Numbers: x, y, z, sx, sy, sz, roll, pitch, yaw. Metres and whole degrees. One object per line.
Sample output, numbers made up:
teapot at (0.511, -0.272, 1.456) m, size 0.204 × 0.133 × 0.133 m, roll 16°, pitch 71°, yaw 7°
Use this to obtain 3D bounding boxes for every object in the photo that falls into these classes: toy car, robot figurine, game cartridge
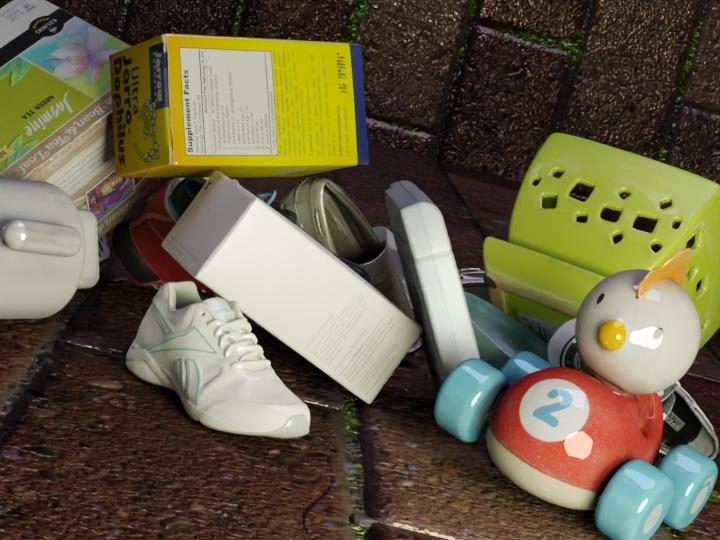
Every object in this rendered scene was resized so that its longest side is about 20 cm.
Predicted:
toy car at (0.190, 0.069, 1.152) m, size 0.184 × 0.201 × 0.176 m, roll 30°, pitch 17°, yaw 29°
robot figurine at (-0.300, -0.018, 1.221) m, size 0.169 × 0.114 × 0.199 m, roll -11°, pitch -8°, yaw 37°
game cartridge at (0.065, 0.031, 1.284) m, size 0.041 × 0.201 × 0.133 m, roll -15°, pitch 14°, yaw 1°

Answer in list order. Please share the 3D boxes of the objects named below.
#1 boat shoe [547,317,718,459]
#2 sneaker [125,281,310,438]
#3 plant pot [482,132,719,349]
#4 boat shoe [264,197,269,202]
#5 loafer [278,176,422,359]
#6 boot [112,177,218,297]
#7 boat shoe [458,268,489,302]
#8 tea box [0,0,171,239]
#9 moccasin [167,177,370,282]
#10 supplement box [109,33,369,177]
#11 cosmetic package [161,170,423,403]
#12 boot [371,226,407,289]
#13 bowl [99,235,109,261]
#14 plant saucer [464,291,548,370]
boat shoe at (0.245, 0.111, 1.347) m, size 0.200 × 0.072 × 0.068 m, roll 40°, pitch 6°, yaw -32°
sneaker at (-0.107, 0.066, 1.152) m, size 0.070 × 0.081 × 0.200 m, roll 7°, pitch 14°, yaw -45°
plant pot at (0.236, 0.011, 1.527) m, size 0.199 × 0.200 × 0.182 m, roll 22°, pitch 56°, yaw 32°
boat shoe at (-0.156, -0.057, 1.708) m, size 0.075 × 0.072 × 0.200 m, roll -1°, pitch 1°, yaw 20°
loafer at (0.000, 0.000, 1.435) m, size 0.070 × 0.070 × 0.200 m, roll -16°, pitch -64°, yaw 52°
boot at (-0.137, 0.007, 1.457) m, size 0.200 × 0.144 × 0.073 m, roll 43°, pitch 45°, yaw -16°
boat shoe at (0.182, 0.035, 1.749) m, size 0.200 × 0.073 × 0.060 m, roll 8°, pitch 17°, yaw -18°
tea box at (-0.302, -0.125, 1.418) m, size 0.196 × 0.134 × 0.200 m, roll 29°, pitch 54°, yaw 24°
moccasin at (-0.078, -0.030, 1.366) m, size 0.199 × 0.068 × 0.081 m, roll 32°, pitch 27°, yaw -27°
supplement box at (-0.105, -0.139, 1.334) m, size 0.199 × 0.110 × 0.109 m, roll -2°, pitch -2°, yaw -35°
cosmetic package at (-0.056, 0.013, 1.284) m, size 0.200 × 0.085 × 0.108 m, roll 37°, pitch -1°, yaw -27°
boot at (0.045, 0.020, 1.634) m, size 0.096 × 0.074 × 0.200 m, roll 46°, pitch 1°, yaw -22°
bowl at (-0.341, -0.081, 1.555) m, size 0.199 × 0.095 × 0.201 m, roll 15°, pitch 9°, yaw -3°
plant saucer at (0.157, 0.090, 1.390) m, size 0.200 × 0.027 × 0.200 m, roll 35°, pitch 10°, yaw -7°
